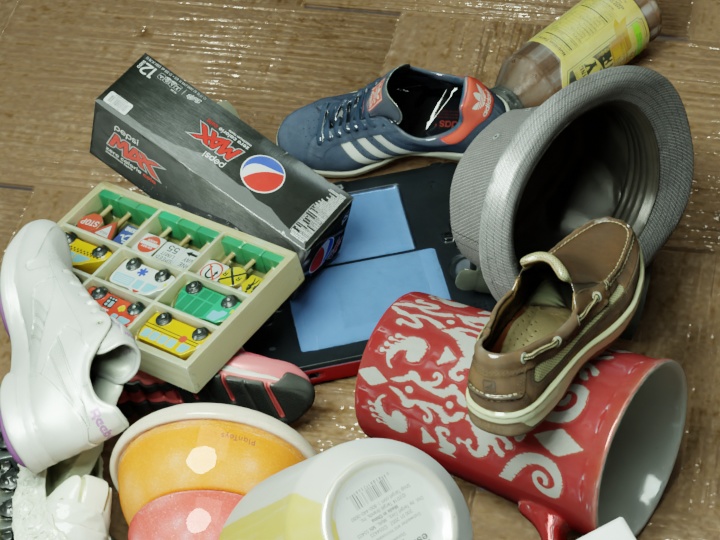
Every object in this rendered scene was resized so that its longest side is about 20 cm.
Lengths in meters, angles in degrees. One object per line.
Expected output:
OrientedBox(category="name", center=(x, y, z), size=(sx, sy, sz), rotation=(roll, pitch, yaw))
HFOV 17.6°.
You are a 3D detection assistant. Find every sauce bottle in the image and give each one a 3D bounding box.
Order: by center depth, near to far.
OrientedBox(category="sauce bottle", center=(0.157, -0.162, 1.882), size=(0.200, 0.065, 0.065), rotation=(-38, 53, -20))

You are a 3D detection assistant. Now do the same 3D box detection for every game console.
OrientedBox(category="game console", center=(0.000, 0.000, 1.742), size=(0.198, 0.031, 0.178), rotation=(-10, 54, -6))

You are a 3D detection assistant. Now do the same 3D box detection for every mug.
OrientedBox(category="mug", center=(-0.005, 0.187, 1.392), size=(0.148, 0.153, 0.188), rotation=(16, 67, -10))
OrientedBox(category="mug", center=(0.094, 0.107, 1.575), size=(0.199, 0.134, 0.178), rotation=(20, 48, 28))

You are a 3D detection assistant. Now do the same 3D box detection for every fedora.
OrientedBox(category="fedora", center=(0.136, -0.059, 1.637), size=(0.200, 0.178, 0.090), rotation=(-43, 41, -24))

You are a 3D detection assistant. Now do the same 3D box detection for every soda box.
OrientedBox(category="soda box", center=(-0.105, -0.070, 1.721), size=(0.199, 0.071, 0.063), rotation=(36, 57, 13))

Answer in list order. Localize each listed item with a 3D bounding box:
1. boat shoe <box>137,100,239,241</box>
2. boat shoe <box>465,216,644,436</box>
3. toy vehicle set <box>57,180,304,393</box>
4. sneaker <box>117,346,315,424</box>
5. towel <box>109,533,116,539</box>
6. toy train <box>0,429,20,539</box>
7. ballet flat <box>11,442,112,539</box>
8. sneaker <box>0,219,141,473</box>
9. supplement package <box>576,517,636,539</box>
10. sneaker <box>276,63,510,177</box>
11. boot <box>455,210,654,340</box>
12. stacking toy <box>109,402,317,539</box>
OrientedBox(category="boat shoe", center=(-0.140, -0.053, 1.800), size=(0.062, 0.071, 0.201), rotation=(-12, 43, 31))
OrientedBox(category="boat shoe", center=(0.131, 0.019, 1.516), size=(0.074, 0.075, 0.203), rotation=(10, 42, 25))
OrientedBox(category="toy vehicle set", center=(-0.153, 0.008, 1.672), size=(0.199, 0.027, 0.124), rotation=(20, 54, 35))
OrientedBox(category="sneaker", center=(-0.125, 0.059, 1.669), size=(0.198, 0.074, 0.087), rotation=(6, 55, 15))
OrientedBox(category="towel", center=(-0.207, 0.234, 1.554), size=(0.146, 0.022, 0.200), rotation=(-31, 48, -25))
OrientedBox(category="toy train", center=(-0.250, 0.167, 1.590), size=(0.045, 0.034, 0.201), rotation=(-12, 43, 0))
OrientedBox(category="ballet flat", center=(-0.198, 0.144, 1.572), size=(0.071, 0.072, 0.201), rotation=(-9, 42, -3))
OrientedBox(category="sneaker", center=(-0.194, 0.045, 1.586), size=(0.099, 0.075, 0.201), rotation=(-17, 51, 11))
OrientedBox(category="supplement package", center=(0.151, 0.272, 1.364), size=(0.120, 0.120, 0.201), rotation=(-26, 64, -7))
OrientedBox(category="sneaker", center=(0.015, -0.124, 1.812), size=(0.198, 0.084, 0.076), rotation=(-6, 65, 24))
OrientedBox(category="boot", center=(0.152, -0.050, 1.739), size=(0.137, 0.078, 0.201), rotation=(14, 46, -1))
OrientedBox(category="stacking toy", center=(-0.101, 0.200, 1.496), size=(0.145, 0.147, 0.201), rotation=(1, 50, 6))
